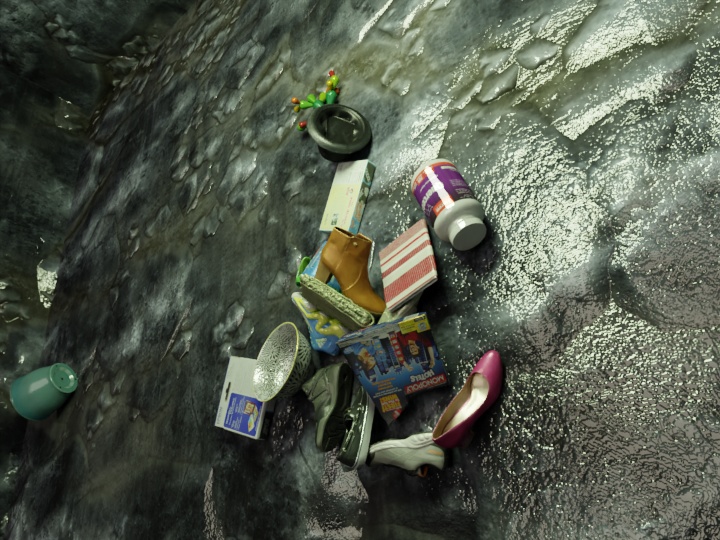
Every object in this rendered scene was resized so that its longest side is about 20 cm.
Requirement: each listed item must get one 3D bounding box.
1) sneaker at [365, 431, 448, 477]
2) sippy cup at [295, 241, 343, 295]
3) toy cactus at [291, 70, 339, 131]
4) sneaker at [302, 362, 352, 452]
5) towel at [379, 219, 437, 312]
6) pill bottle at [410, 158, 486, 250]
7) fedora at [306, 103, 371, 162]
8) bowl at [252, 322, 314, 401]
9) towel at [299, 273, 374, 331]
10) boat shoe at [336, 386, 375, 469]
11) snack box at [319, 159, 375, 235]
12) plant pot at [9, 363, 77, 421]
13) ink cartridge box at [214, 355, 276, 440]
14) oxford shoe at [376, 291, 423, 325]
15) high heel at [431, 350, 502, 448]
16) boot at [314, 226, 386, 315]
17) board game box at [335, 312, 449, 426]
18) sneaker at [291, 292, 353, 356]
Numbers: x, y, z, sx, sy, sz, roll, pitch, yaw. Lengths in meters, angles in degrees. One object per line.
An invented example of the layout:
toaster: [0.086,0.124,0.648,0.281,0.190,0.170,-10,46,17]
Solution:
sneaker: [0.087,0.372,1.122,0.199,0.074,0.080,-24,62,35]
sippy cup: [-0.074,0.004,1.406,0.177,0.140,0.131,25,76,7]
toy cactus: [-0.117,-0.491,1.695,0.200,0.102,0.165,-44,57,9]
sneaker: [-0.085,0.316,1.311,0.114,0.076,0.201,-13,60,42]
towel: [0.107,-0.012,1.271,0.144,0.023,0.201,-38,34,27]
pill bottle: [0.192,-0.141,1.217,0.112,0.112,0.201,-42,48,22]
fedora: [-0.066,-0.367,1.558,0.092,0.199,0.202,112,149,-49]
bowl: [-0.176,0.240,1.403,0.200,0.094,0.202,-38,37,36]
towel: [-0.055,0.084,1.284,0.199,0.149,0.037,31,74,10]
boat shoe: [-0.009,0.320,1.196,0.201,0.056,0.069,-80,14,-49]
snack box: [-0.035,-0.194,1.512,0.116,0.037,0.202,6,76,45]
plant pot: [-1.275,0.480,2.310,0.187,0.200,0.201,-31,51,11]
ink cartridge box: [-0.304,0.340,1.533,0.199,0.047,0.200,-1,73,45]
oxford shoe: [0.089,0.104,1.253,0.201,0.058,0.075,-57,26,-12]
high heel: [0.198,0.237,1.056,0.067,0.096,0.201,30,94,46]
boot: [0.000,0.000,1.276,0.200,0.071,0.145,30,112,5]
board game box: [0.077,0.207,1.169,0.198,0.062,0.202,-18,94,16]
sneaker: [-0.112,0.137,1.395,0.199,0.075,0.106,34,103,32]
